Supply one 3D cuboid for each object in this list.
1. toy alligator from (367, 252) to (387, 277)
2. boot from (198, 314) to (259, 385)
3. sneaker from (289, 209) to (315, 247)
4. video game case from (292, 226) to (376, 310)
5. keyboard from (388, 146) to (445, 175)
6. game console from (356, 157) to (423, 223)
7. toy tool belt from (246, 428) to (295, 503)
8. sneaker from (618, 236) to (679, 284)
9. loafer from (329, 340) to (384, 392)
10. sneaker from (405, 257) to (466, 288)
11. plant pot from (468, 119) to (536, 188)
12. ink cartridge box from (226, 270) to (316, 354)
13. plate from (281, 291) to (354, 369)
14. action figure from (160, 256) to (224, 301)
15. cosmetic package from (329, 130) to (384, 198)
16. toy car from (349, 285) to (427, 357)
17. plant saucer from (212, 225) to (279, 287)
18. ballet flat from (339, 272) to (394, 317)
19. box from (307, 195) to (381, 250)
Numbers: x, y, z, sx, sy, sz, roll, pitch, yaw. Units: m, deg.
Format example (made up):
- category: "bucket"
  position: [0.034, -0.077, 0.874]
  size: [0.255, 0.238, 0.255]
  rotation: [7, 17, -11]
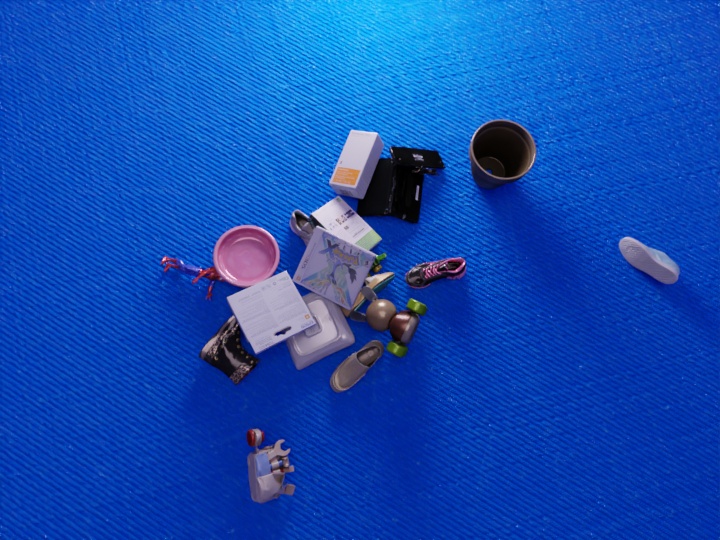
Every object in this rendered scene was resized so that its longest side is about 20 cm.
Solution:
- category: "toy alligator"
  position: [0.000, 0.000, 1.588]
  size: [0.200, 0.054, 0.059]
  rotation: [-33, 79, -9]
- category: "boot"
  position: [-0.359, 0.224, 1.518]
  size: [0.150, 0.073, 0.200]
  rotation: [40, 75, 5]
- category: "sneaker"
  position: [-0.150, -0.106, 1.590]
  size: [0.200, 0.092, 0.076]
  rotation: [43, 79, 8]
- category: "video game case"
  position: [-0.079, -0.007, 1.522]
  size: [0.199, 0.022, 0.183]
  rotation: [26, 98, 7]
- category: "keyboard"
  position: [0.181, -0.345, 1.653]
  size: [0.199, 0.040, 0.104]
  rotation: [-2, 61, -29]
- category: "game console"
  position: [0.100, -0.258, 1.670]
  size: [0.175, 0.116, 0.201]
  rotation: [15, 75, -29]
- category: "toy tool belt"
  position: [-0.249, 0.539, 1.439]
  size: [0.122, 0.125, 0.201]
  rotation: [-1, 78, -34]
- category: "sneaker"
  position: [0.915, -0.041, 1.625]
  size: [0.200, 0.074, 0.082]
  rotation: [44, 50, 13]
- category: "loafer"
  position: [-0.011, 0.278, 1.516]
  size: [0.200, 0.068, 0.076]
  rotation: [-44, 82, -10]
- category: "sneaker"
  position: [0.234, -0.001, 1.575]
  size: [0.199, 0.095, 0.079]
  rotation: [-16, 79, -4]
- category: "plant pot"
  position: [0.429, -0.345, 1.619]
  size: [0.199, 0.174, 0.201]
  rotation: [0, 77, -1]
- category: "ink cartridge box"
  position: [-0.260, 0.124, 1.499]
  size: [0.196, 0.043, 0.200]
  rotation: [-25, 69, -20]
- category: "plate"
  position: [-0.144, 0.167, 1.543]
  size: [0.199, 0.032, 0.200]
  rotation: [-26, 77, 1]
- category: "action figure"
  position: [-0.510, 0.025, 1.560]
  size: [0.199, 0.065, 0.099]
  rotation: [10, 60, 1]
- category: "cosmetic package"
  position: [-0.011, -0.339, 1.635]
  size: [0.101, 0.071, 0.201]
  rotation: [14, 75, 26]
- category: "toy car"
  position: [0.073, 0.137, 1.514]
  size: [0.199, 0.158, 0.165]
  rotation: [26, 87, 12]
- category: "plant saucer"
  position: [-0.349, -0.039, 1.579]
  size: [0.199, 0.051, 0.202]
  rotation: [2, 70, -6]
- category: "ballet flat"
  position: [0.017, 0.058, 1.570]
  size: [0.200, 0.069, 0.063]
  rotation: [-41, 74, -10]
- category: "box"
  position: [-0.047, -0.126, 1.586]
  size: [0.200, 0.036, 0.144]
  rotation: [45, 48, 5]
